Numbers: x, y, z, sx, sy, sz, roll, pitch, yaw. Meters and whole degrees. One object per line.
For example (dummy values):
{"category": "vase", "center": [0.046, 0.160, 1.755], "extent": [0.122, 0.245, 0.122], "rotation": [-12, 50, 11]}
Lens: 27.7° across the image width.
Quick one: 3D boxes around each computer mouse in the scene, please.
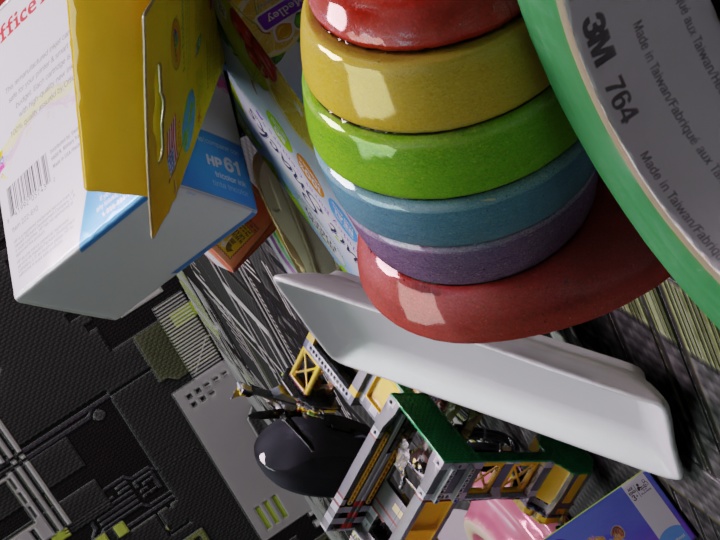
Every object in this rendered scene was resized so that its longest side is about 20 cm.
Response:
{"category": "computer mouse", "center": [0.023, 0.114, 0.954], "extent": [0.059, 0.198, 0.034], "rotation": [53, 133, 45]}

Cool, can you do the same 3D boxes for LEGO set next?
{"category": "LEGO set", "center": [0.029, 0.110, 0.874], "extent": [0.153, 0.117, 0.200], "rotation": [-2, -143, -47]}

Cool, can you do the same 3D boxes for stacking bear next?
{"category": "stacking bear", "center": [0.030, -0.082, 0.488], "extent": [0.122, 0.113, 0.201], "rotation": [47, 161, 45]}

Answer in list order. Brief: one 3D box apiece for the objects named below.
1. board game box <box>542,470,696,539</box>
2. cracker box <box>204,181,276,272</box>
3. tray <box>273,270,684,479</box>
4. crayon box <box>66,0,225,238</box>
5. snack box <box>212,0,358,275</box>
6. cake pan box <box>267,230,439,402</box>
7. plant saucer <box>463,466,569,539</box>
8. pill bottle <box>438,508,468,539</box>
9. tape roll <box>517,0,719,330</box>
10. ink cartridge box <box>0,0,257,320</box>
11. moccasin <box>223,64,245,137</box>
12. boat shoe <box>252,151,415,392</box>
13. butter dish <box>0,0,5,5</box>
{"category": "board game box", "center": [0.081, 0.195, 0.797], "extent": [0.045, 0.199, 0.135], "rotation": [54, 169, 18]}
{"category": "cracker box", "center": [-0.130, -0.066, 1.082], "extent": [0.134, 0.058, 0.200], "rotation": [45, 175, -7]}
{"category": "tray", "center": [0.060, 0.045, 0.702], "extent": [0.198, 0.022, 0.108], "rotation": [18, 160, 24]}
{"category": "crayon box", "center": [-0.104, -0.127, 0.737], "extent": [0.201, 0.050, 0.128], "rotation": [-80, -5, -51]}
{"category": "snack box", "center": [0.004, -0.057, 0.782], "extent": [0.201, 0.067, 0.169], "rotation": [56, 170, 16]}
{"category": "cake pan box", "center": [0.001, 0.029, 1.107], "extent": [0.201, 0.052, 0.184], "rotation": [58, 172, 0]}
{"category": "plant saucer", "center": [0.137, 0.232, 1.066], "extent": [0.201, 0.051, 0.201], "rotation": [55, 169, 16]}
{"category": "pill bottle", "center": [0.090, 0.284, 1.274], "extent": [0.112, 0.112, 0.201], "rotation": [52, 169, 28]}
{"category": "tape roll", "center": [0.109, -0.048, 0.360], "extent": [0.201, 0.048, 0.201], "rotation": [55, 169, 15]}
{"category": "ink cartridge box", "center": [-0.155, -0.094, 0.898], "extent": [0.084, 0.144, 0.202], "rotation": [13, -128, -47]}
{"category": "moccasin", "center": [-0.128, -0.170, 1.005], "extent": [0.068, 0.080, 0.201], "rotation": [-96, -19, -58]}
{"category": "boat shoe", "center": [0.000, 0.000, 0.967], "extent": [0.201, 0.069, 0.074], "rotation": [62, -170, -11]}
{"category": "butter dish", "center": [-0.221, -0.254, 1.041], "extent": [0.147, 0.200, 0.200], "rotation": [31, 164, 12]}
